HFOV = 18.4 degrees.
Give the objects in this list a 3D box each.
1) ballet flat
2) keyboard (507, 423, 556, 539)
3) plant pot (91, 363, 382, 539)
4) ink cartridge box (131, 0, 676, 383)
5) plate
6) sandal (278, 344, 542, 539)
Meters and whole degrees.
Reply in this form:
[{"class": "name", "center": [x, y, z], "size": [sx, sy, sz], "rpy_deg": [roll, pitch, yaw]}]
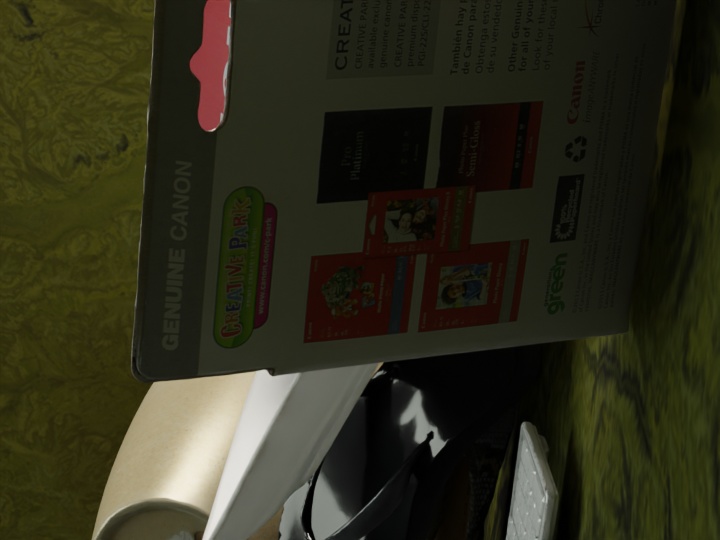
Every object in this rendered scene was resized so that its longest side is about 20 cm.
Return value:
[{"class": "ballet flat", "center": [0.026, 0.128, 1.070], "size": [0.072, 0.071, 0.202], "rpy_deg": [-88, 4, -59]}, {"class": "keyboard", "center": [0.057, 0.160, 0.859], "size": [0.056, 0.011, 0.201], "rpy_deg": [-89, 4, -66]}, {"class": "plant pot", "center": [-0.056, 0.122, 1.157], "size": [0.200, 0.186, 0.189], "rpy_deg": [-42, -39, -64]}, {"class": "ink cartridge box", "center": [0.002, -0.078, 0.669], "size": [0.084, 0.174, 0.201], "rpy_deg": [39, 128, 53]}, {"class": "plate", "center": [0.000, 0.000, 0.932], "size": [0.200, 0.032, 0.200], "rpy_deg": [-60, 7, 32]}, {"class": "sandal", "center": [0.008, 0.081, 0.997], "size": [0.076, 0.043, 0.201], "rpy_deg": [50, 127, 30]}]
